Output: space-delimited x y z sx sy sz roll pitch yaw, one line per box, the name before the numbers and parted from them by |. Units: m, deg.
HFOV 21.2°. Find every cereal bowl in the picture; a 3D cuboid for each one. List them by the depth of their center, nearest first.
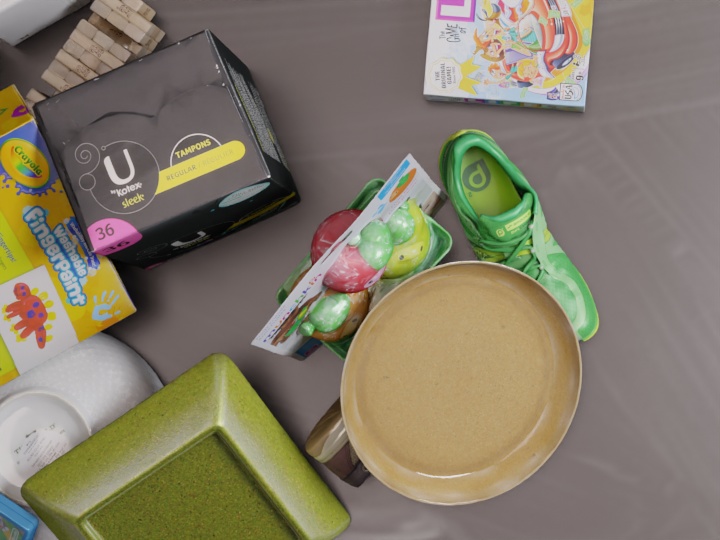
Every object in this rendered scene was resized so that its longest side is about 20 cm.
cereal bowl | -0.255 0.143 1.580 0.200 0.083 0.201 0 86 6

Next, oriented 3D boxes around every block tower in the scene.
block tower | -0.241 -0.143 1.606 0.054 0.058 0.200 35 92 7

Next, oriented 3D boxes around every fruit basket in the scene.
fruit basket | 0.000 0.000 1.504 0.094 0.200 0.185 40 91 7

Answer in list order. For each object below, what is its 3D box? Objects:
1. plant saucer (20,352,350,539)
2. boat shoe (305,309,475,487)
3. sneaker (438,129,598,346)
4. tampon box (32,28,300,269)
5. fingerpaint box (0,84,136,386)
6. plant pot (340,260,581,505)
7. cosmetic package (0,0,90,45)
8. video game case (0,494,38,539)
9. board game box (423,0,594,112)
plant saucer | -0.135 0.198 1.537 0.200 0.048 0.200 -34 114 3
boat shoe | 0.043 0.092 1.565 0.200 0.072 0.065 -45 104 -4
sneaker | 0.121 -0.023 1.552 0.074 0.084 0.200 -32 85 3
tampon box | -0.147 -0.090 1.522 0.150 0.200 0.126 -23 85 4
fingerpaint box | -0.295 -0.017 1.508 0.167 0.073 0.200 -30 127 -7
plant pot | 0.077 0.087 1.521 0.200 0.027 0.200 -4 105 -15
cosmetic package | -0.313 -0.298 1.595 0.085 0.108 0.200 -29 87 2
video game case | -0.362 0.194 1.573 0.200 0.018 0.143 32 135 6
board game box | 0.127 -0.236 1.586 0.134 0.034 0.200 4 88 6
